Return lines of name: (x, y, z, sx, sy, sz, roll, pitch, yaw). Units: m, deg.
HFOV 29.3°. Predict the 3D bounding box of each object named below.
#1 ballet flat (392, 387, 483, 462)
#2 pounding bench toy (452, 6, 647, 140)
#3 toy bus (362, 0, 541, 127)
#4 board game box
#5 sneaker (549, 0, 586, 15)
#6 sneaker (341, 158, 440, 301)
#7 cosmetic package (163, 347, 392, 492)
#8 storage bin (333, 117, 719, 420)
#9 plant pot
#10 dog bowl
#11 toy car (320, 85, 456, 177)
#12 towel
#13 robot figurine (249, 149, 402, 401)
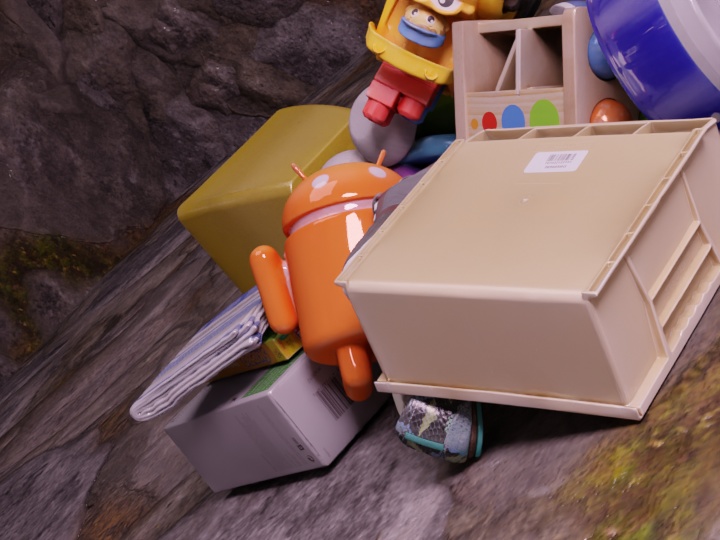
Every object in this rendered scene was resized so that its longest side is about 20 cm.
ballet flat: (0.055, 0.058, 0.993, 0.074, 0.074, 0.200, -36, 22, 23)
pounding bench toy: (0.174, -0.106, 1.103, 0.124, 0.200, 0.156, -8, 9, -36)
toy bus: (0.062, -0.214, 1.212, 0.192, 0.136, 0.200, -60, -8, 0)
board game box: (-0.083, 0.055, 1.229, 0.096, 0.030, 0.200, -42, 13, -29)
sneaker: (0.233, -0.189, 1.276, 0.115, 0.081, 0.199, -25, -27, -13)
sneaker: (0.038, -0.028, 1.024, 0.082, 0.077, 0.200, 4, 30, 39)
cosmetic package: (-0.074, 0.123, 1.208, 0.108, 0.085, 0.200, -46, 14, -36)
storage bin: (0.122, -0.011, 0.906, 0.200, 0.094, 0.199, 2, 39, 41)
plant pot: (-0.041, -0.066, 1.510, 0.200, 0.200, 0.176, -48, 17, -28)
dog bowl: (0.255, -0.178, 0.980, 0.079, 0.200, 0.200, -33, 14, 43)
toy car: (0.067, -0.085, 1.351, 0.200, 0.175, 0.150, -61, 42, 30)
towel: (-0.115, 0.055, 1.203, 0.147, 0.024, 0.200, -35, 8, 22)
robot figurine: (-0.002, 0.000, 1.102, 0.144, 0.200, 0.117, -23, -21, 36)
